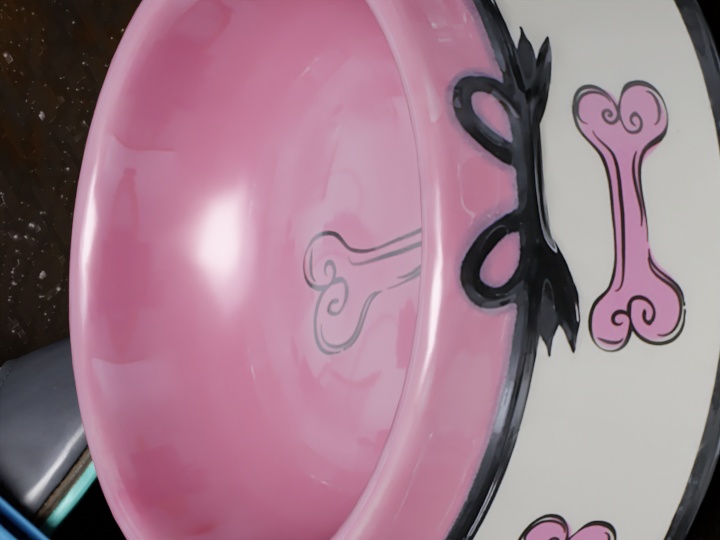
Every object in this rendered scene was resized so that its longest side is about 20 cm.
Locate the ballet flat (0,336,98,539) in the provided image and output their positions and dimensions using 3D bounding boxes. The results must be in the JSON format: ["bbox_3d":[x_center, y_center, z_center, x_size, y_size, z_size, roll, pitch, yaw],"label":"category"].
[{"bbox_3d":[-0.125,0.082,0.801,0.073,0.073,0.200,40,110,20],"label":"ballet flat"}]

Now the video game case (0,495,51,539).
[{"bbox_3d":[-0.114,0.130,0.776,0.200,0.018,0.143,43,112,-14],"label":"video game case"}]

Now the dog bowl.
[{"bbox_3d":[0.000,0.000,0.688,0.200,0.074,0.200,-9,79,56],"label":"dog bowl"}]
